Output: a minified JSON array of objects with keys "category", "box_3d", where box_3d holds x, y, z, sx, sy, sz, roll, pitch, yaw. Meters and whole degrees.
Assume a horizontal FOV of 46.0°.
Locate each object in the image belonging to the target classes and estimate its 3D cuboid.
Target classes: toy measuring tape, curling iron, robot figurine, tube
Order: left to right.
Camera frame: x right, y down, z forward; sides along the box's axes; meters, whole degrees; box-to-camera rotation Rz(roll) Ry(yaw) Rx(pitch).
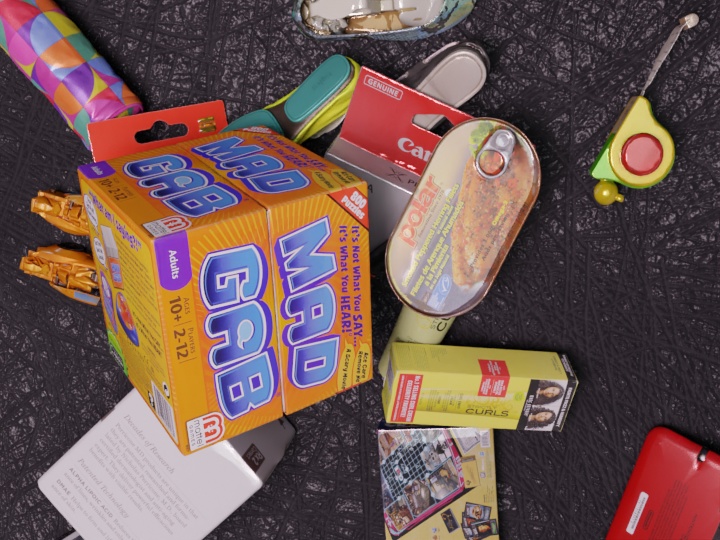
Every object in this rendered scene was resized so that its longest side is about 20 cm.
[{"category":"robot figurine","box_3d":[-0.281,-0.016,0.967,0.196,0.058,0.148,16,103,6]},{"category":"curling iron","box_3d":[0.000,0.000,0.911,0.199,0.049,0.026,-33,71,32]},{"category":"tube","box_3d":[0.075,0.036,0.901,0.057,0.052,0.202,2,126,-34]},{"category":"toy measuring tape","box_3d":[0.302,-0.152,0.857,0.073,0.074,0.202,29,103,2]}]

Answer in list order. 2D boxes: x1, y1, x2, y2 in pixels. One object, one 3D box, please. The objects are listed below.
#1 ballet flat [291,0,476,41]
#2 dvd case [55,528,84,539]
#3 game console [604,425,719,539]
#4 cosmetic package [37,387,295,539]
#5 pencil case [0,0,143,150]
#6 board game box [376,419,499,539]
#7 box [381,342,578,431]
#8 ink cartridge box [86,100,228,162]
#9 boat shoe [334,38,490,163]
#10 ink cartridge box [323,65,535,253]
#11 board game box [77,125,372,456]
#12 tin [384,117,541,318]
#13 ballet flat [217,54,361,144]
[{"category":"ballet flat","box_3d":[0.023,-0.272,0.876,0.196,0.074,0.076,-8,99,9]},{"category":"dvd case","box_3d":[-0.331,0.395,1.063,0.198,0.025,0.152,-32,93,11]},{"category":"game console","box_3d":[0.384,0.293,0.947,0.171,0.118,0.204,26,104,35]},{"category":"cosmetic package","box_3d":[-0.206,0.205,0.941,0.200,0.165,0.165,-42,92,12]},{"category":"pencil case","box_3d":[-0.328,-0.227,0.928,0.088,0.088,0.201,-40,90,12]},{"category":"board game box","box_3d":[0.092,0.272,0.976,0.133,0.035,0.204,-3,99,8]},{"category":"box","box_3d":[0.125,0.125,0.904,0.196,0.050,0.076,6,122,-9]},{"category":"ink cartridge box","box_3d":[-0.190,-0.071,0.909,0.158,0.047,0.204,-16,101,-28]},{"category":"boat shoe","box_3d":[0.055,-0.172,0.892,0.198,0.057,0.067,-31,110,31]},{"category":"ink cartridge box","box_3d":[0.056,-0.088,0.881,0.197,0.045,0.178,25,128,3]},{"category":"board game box","box_3d":[-0.124,0.004,0.789,0.197,0.199,0.203,-18,121,-28]},{"category":"tin","box_3d":[0.098,-0.052,0.833,0.111,0.042,0.203,28,96,-3]},{"category":"ballet flat","box_3d":[-0.075,-0.152,0.912,0.198,0.067,0.067,-34,63,9]}]
